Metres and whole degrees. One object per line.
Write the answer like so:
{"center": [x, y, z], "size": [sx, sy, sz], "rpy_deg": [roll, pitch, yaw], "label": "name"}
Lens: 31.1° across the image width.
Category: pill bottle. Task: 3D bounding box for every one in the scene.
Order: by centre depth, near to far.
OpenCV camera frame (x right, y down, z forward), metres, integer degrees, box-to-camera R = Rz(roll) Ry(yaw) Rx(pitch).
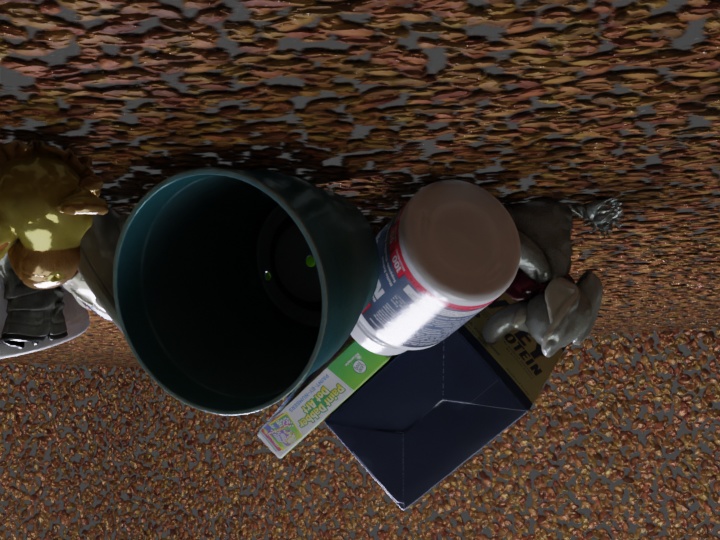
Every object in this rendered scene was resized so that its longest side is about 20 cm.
{"center": [0.057, 0.008, 1.232], "size": [0.119, 0.120, 0.200], "rpy_deg": [1, 157, -22], "label": "pill bottle"}

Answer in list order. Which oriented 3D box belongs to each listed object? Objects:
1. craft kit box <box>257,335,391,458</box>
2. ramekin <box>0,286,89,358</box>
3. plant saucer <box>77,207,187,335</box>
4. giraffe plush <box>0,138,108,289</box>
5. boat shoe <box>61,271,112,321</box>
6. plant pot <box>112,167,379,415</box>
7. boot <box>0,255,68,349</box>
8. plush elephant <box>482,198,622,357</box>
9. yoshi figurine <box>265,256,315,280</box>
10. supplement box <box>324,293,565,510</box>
{"center": [-0.010, 0.103, 1.484], "size": [0.200, 0.048, 0.198], "rpy_deg": [-45, -176, 30], "label": "craft kit box"}
{"center": [-0.401, 0.031, 1.411], "size": [0.201, 0.095, 0.202], "rpy_deg": [-6, -170, 1], "label": "ramekin"}
{"center": [-0.201, 0.005, 1.188], "size": [0.050, 0.201, 0.200], "rpy_deg": [-34, 169, 4], "label": "plant saucer"}
{"center": [-0.277, -0.037, 0.974], "size": [0.161, 0.173, 0.201], "rpy_deg": [-10, 142, -23], "label": "giraffe plush"}
{"center": [-0.267, -0.001, 1.279], "size": [0.062, 0.071, 0.200], "rpy_deg": [25, 162, 21], "label": "boat shoe"}
{"center": [-0.077, 0.003, 1.117], "size": [0.199, 0.202, 0.188], "rpy_deg": [-5, -173, 26], "label": "plant pot"}
{"center": [-0.335, 0.008, 1.255], "size": [0.067, 0.132, 0.200], "rpy_deg": [-3, 172, 18], "label": "boot"}
{"center": [0.177, 0.014, 1.325], "size": [0.199, 0.156, 0.164], "rpy_deg": [-5, 172, 27], "label": "plush elephant"}
{"center": [-0.098, 0.000, 1.330], "size": [0.199, 0.113, 0.112], "rpy_deg": [-31, -145, -5], "label": "yoshi figurine"}
{"center": [0.100, 0.126, 1.452], "size": [0.200, 0.134, 0.200], "rpy_deg": [-43, 179, 26], "label": "supplement box"}
